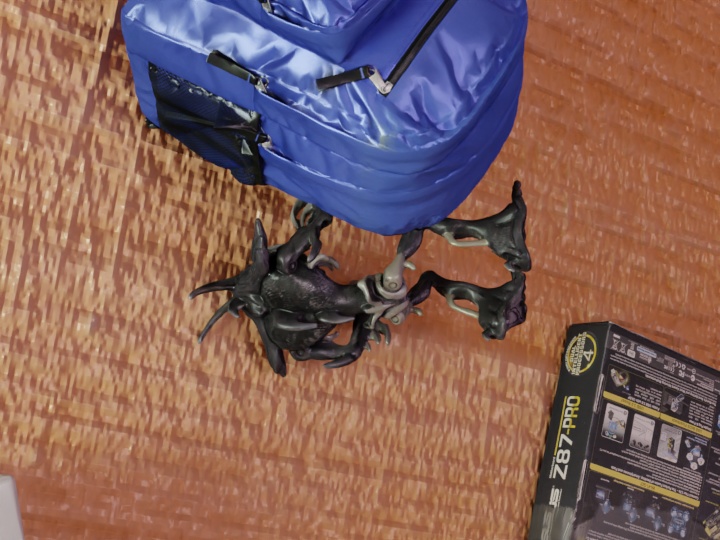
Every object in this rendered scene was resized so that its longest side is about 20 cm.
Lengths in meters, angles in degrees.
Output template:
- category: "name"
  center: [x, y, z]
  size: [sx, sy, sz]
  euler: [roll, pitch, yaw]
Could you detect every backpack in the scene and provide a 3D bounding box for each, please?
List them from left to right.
- category: "backpack"
  center: [-0.012, -0.122, 0.772]
  size: [0.199, 0.168, 0.163]
  euler: [31, 69, 13]

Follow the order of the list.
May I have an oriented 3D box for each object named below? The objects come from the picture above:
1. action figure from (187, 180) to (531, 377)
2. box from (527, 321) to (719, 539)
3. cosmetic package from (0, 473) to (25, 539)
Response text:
- category: "action figure"
  center: [0.000, 0.000, 0.855]
  size: [0.197, 0.103, 0.120]
  euler: [-4, 123, 1]
- category: "box"
  center: [0.219, 0.143, 1.035]
  size: [0.198, 0.049, 0.163]
  euler: [21, 73, -33]
- category: "cosmetic package"
  center: [-0.258, 0.167, 0.674]
  size: [0.198, 0.071, 0.103]
  euler: [-11, 93, -36]
